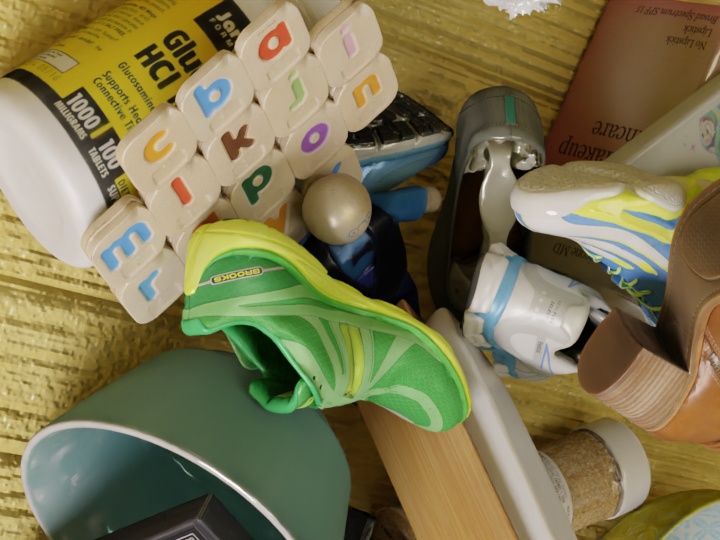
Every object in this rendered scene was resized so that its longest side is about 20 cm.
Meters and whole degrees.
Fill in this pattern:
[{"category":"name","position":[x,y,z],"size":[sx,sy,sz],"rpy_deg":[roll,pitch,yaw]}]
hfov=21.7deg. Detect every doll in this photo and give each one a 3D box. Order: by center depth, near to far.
[{"category":"doll","position":[0.000,0.000,1.125],"size":[0.136,0.048,0.200],"rpy_deg":[-41,152,-11]}]

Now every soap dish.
[{"category":"soap dish","position":[0.070,0.134,1.153],"size":[0.081,0.201,0.157],"rpy_deg":[-28,153,6]}]

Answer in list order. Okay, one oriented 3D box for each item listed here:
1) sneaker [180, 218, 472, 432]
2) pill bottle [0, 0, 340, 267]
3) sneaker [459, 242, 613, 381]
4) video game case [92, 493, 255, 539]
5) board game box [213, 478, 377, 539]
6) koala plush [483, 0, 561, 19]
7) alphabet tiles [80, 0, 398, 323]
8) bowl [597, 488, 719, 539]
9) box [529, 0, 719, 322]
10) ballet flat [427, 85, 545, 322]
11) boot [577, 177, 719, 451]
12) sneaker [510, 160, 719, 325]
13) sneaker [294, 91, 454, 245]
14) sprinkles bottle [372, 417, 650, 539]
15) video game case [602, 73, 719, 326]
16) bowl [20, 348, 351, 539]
[{"category":"sneaker","position":[-0.024,0.047,1.038],"size":[0.199,0.074,0.084],"rpy_deg":[31,67,-30]},{"category":"pill bottle","position":[-0.104,-0.098,1.043],"size":[0.199,0.112,0.113],"rpy_deg":[-36,120,-23]},{"category":"sneaker","position":[0.125,0.041,1.162],"size":[0.076,0.086,0.200],"rpy_deg":[-70,161,-1]},{"category":"video game case","position":[-0.098,0.221,1.067],"size":[0.181,0.199,0.026],"rpy_deg":[50,38,-19]},{"category":"board game box","position":[-0.071,0.230,1.173],"size":[0.104,0.023,0.202],"rpy_deg":[21,90,-2]},{"category":"koala plush","position":[0.051,-0.225,1.066],"size":[0.183,0.199,0.179],"rpy_deg":[-21,114,-29]},{"category":"alphabet tiles","position":[-0.062,-0.058,1.015],"size":[0.200,0.015,0.196],"rpy_deg":[-42,154,-8]},{"category":"bowl","position":[0.216,0.242,1.361],"size":[0.199,0.107,0.202],"rpy_deg":[-11,109,-33]},{"category":"box","position":[0.201,-0.070,1.259],"size":[0.108,0.127,0.202],"rpy_deg":[27,85,-35]},{"category":"ballet flat","position":[0.079,-0.021,1.187],"size":[0.067,0.064,0.201],"rpy_deg":[0,129,-4]},{"category":"boot","position":[0.236,0.025,1.082],"size":[0.154,0.074,0.200],"rpy_deg":[23,125,-34]},{"category":"sneaker","position":[0.174,-0.007,1.109],"size":[0.198,0.076,0.106],"rpy_deg":[0,106,-25]},{"category":"sneaker","position":[-0.031,-0.051,1.147],"size":[0.199,0.078,0.091],"rpy_deg":[-23,135,-29]},{"category":"sprinkles bottle","position":[0.105,0.161,1.286],"size":[0.199,0.068,0.069],"rpy_deg":[-17,111,-31]},{"category":"video game case","position":[0.251,-0.037,1.206],"size":[0.199,0.024,0.183],"rpy_deg":[-35,117,-21]},{"category":"bowl","position":[-0.085,0.122,1.083],"size":[0.202,0.199,0.105],"rpy_deg":[60,45,-30]}]
